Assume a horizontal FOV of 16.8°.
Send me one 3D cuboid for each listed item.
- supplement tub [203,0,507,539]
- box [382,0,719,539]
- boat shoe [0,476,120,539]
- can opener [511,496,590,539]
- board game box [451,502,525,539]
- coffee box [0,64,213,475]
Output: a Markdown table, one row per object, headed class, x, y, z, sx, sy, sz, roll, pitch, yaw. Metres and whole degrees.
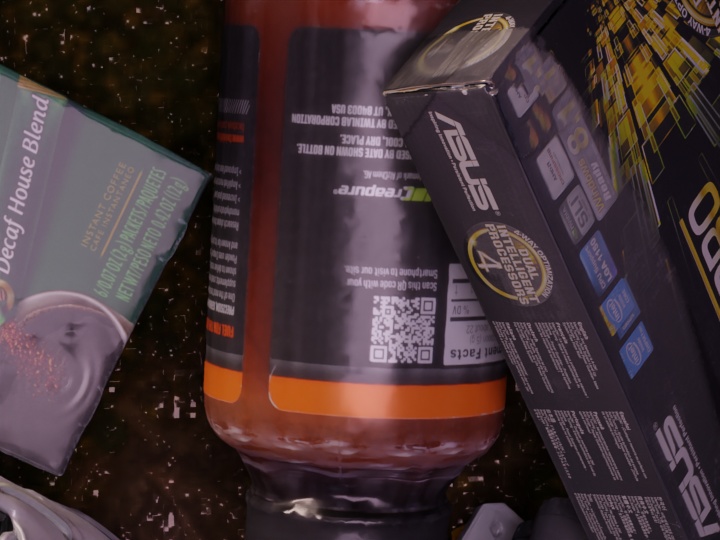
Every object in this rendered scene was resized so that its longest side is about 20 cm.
| class | x | y | z | sx | sy | sz | roll | pitch | yaw |
| --- | --- | --- | --- | --- | --- | --- | --- | --- | --- |
| supplement tub | 0.000 | 0.000 | 0.832 | 0.106 | 0.107 | 0.201 | 3 | 94 | -10 |
| box | 0.098 | -0.023 | 0.810 | 0.161 | 0.049 | 0.200 | -48 | 124 | -38 |
| boat shoe | -0.133 | 0.103 | 0.814 | 0.200 | 0.067 | 0.074 | 35 | 88 | -28 |
| can opener | 0.081 | 0.104 | 0.844 | 0.066 | 0.053 | 0.201 | 23 | 64 | -2 |
| board game box | 0.066 | 0.216 | 0.851 | 0.200 | 0.026 | 0.200 | 44 | 52 | -11 |
| coffee box | -0.166 | -0.025 | 0.831 | 0.199 | 0.044 | 0.123 | 28 | 90 | -11 |
